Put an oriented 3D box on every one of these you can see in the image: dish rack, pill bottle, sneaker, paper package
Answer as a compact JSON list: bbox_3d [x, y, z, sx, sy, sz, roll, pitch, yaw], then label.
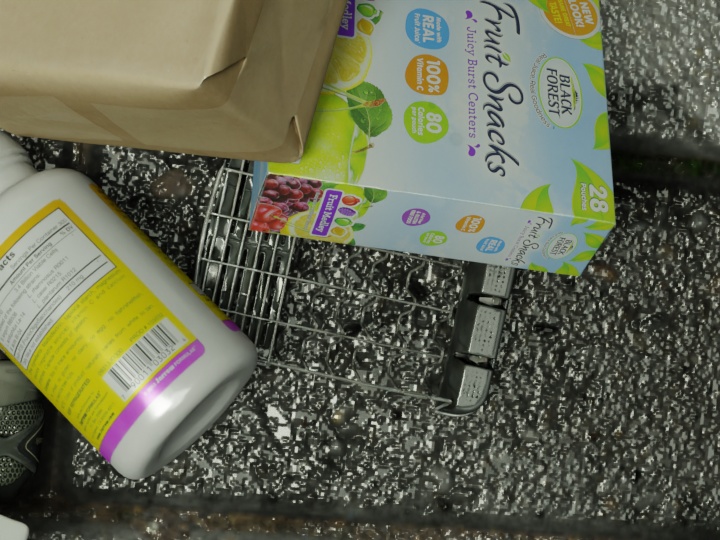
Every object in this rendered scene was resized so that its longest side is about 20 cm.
[{"bbox_3d":[0.000,0.000,0.888,0.199,0.055,0.154,13,89,-8],"label":"dish rack"},{"bbox_3d":[-0.159,0.014,0.823,0.104,0.104,0.200,-45,81,-5],"label":"pill bottle"},{"bbox_3d":[-0.281,0.112,0.833,0.198,0.076,0.115,-2,86,-15],"label":"sneaker"},{"bbox_3d":[-0.113,-0.166,0.777,0.199,0.103,0.192,9,77,29],"label":"paper package"}]

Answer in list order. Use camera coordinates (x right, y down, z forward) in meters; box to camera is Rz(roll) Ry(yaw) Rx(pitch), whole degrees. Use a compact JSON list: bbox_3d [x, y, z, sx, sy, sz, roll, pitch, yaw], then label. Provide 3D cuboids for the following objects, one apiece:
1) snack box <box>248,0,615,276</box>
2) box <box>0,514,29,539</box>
[{"bbox_3d":[0.041,-0.095,0.847,0.199,0.068,0.170,8,59,-12],"label":"snack box"},{"bbox_3d":[-0.300,0.181,0.777,0.199,0.153,0.107,22,44,-7],"label":"box"}]
